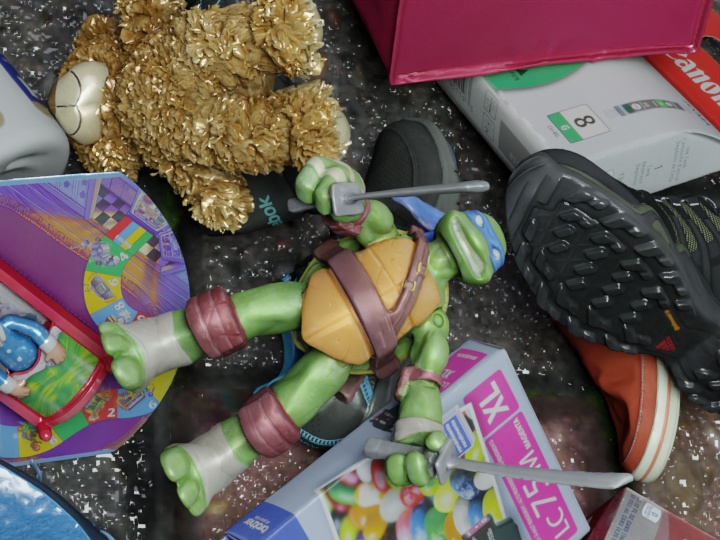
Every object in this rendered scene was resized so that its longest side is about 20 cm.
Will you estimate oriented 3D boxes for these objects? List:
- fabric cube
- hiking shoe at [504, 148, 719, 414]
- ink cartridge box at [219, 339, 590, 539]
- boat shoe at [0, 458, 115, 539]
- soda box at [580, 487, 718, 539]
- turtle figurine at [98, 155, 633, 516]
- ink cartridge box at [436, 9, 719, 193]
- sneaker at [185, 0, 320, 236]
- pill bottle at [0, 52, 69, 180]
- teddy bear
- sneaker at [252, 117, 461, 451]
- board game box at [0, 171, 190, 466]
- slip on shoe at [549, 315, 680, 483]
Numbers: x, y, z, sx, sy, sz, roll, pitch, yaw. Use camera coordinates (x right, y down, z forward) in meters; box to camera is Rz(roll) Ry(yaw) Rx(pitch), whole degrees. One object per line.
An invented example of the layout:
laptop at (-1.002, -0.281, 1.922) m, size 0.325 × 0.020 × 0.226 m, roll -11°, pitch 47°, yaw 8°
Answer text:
fabric cube at (0.088, -0.248, 0.925) m, size 0.199 × 0.197 × 0.200 m, roll -7°, pitch 46°, yaw -17°
hiking shoe at (0.148, -0.006, 0.860) m, size 0.200 × 0.076 × 0.101 m, roll 38°, pitch 33°, yaw -24°
ink cartridge box at (0.016, 0.140, 0.835) m, size 0.200 × 0.042 × 0.120 m, roll -35°, pitch 111°, yaw -21°
boat shoe at (-0.139, 0.157, 0.774) m, size 0.084 × 0.069 × 0.200 m, roll -40°, pitch 110°, yaw -6°
soda box at (0.115, 0.216, 0.845) m, size 0.070 × 0.063 × 0.201 m, roll 30°, pitch 64°, yaw 0°
turtle figurine at (-0.013, 0.031, 0.762) m, size 0.193 × 0.144 × 0.200 m, roll -27°, pitch 38°, yaw 0°
ink cartridge box at (0.157, -0.117, 0.970) m, size 0.199 × 0.050 × 0.161 m, roll -19°, pitch 48°, yaw -19°
sneaker at (-0.079, -0.106, 0.922) m, size 0.079 × 0.075 × 0.201 m, roll -26°, pitch 59°, yaw 5°
pill bottle at (-0.253, -0.102, 0.849) m, size 0.119 × 0.120 × 0.200 m, roll -35°, pitch 80°, yaw -25°
teddy bear at (-0.087, -0.088, 0.830) m, size 0.199 × 0.146 × 0.067 m, roll 19°, pitch 39°, yaw 32°
sneaker at (0.000, 0.000, 0.894) m, size 0.081 × 0.073 × 0.201 m, roll 19°, pitch 64°, yaw -16°
board game box at (-0.175, 0.037, 0.798) m, size 0.199 × 0.159 × 0.039 m, roll -5°, pitch 27°, yaw -17°
slip on shoe at (0.132, 0.024, 0.927) m, size 0.061 × 0.074 × 0.201 m, roll -4°, pitch 63°, yaw -11°
